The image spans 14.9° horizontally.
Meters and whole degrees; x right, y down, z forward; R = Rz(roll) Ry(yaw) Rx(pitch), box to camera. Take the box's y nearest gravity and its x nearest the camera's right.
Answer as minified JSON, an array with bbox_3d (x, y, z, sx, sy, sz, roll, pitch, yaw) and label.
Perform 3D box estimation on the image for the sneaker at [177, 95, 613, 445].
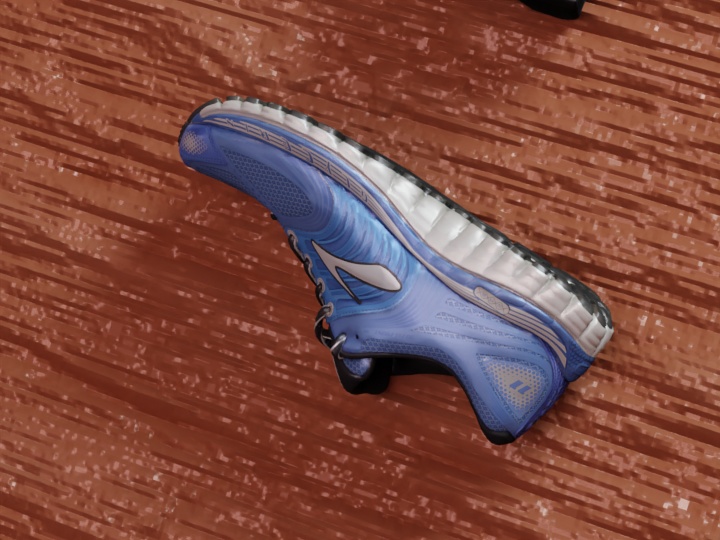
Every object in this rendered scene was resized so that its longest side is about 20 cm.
[{"bbox_3d":[0.000,0.000,1.109,0.200,0.079,0.089,35,94,21],"label":"sneaker"}]

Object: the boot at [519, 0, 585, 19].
[{"bbox_3d":[0.053,-0.221,1.126,0.164,0.066,0.201,23,97,24],"label":"boot"}]
